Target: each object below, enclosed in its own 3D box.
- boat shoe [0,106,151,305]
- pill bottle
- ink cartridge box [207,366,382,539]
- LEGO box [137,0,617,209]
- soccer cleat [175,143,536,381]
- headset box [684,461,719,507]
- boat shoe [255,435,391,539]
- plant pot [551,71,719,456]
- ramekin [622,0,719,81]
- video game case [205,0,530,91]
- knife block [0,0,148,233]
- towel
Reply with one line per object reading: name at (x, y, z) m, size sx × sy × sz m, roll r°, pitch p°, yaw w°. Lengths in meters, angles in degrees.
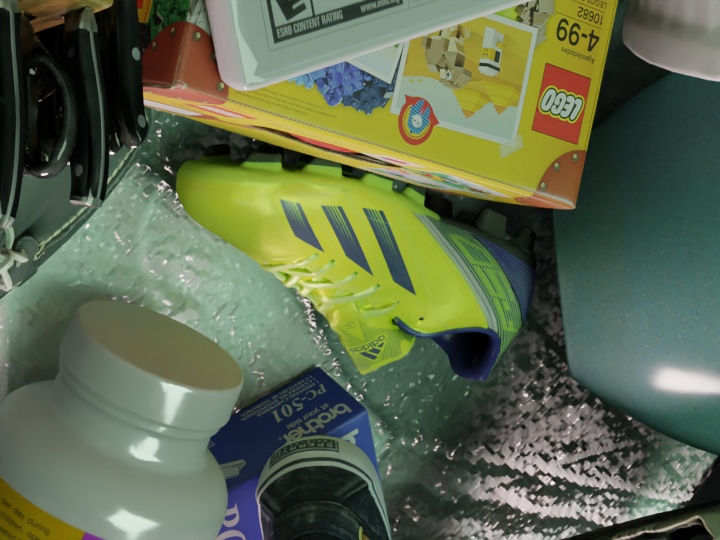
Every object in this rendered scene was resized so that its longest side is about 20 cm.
boat shoe at (-0.149, 0.000, 0.876) m, size 0.200 × 0.062 × 0.073 m, roll -40°, pitch 133°, yaw -9°
pill bottle at (-0.118, 0.117, 0.943) m, size 0.104 × 0.104 × 0.201 m, roll 11°, pitch 110°, yaw -40°
ink cartridge box at (-0.031, 0.150, 1.069) m, size 0.094 × 0.044 × 0.201 m, roll -28°, pitch 130°, yaw -22°
LEGO box at (0.002, -0.118, 0.872) m, size 0.199 × 0.077 × 0.150 m, roll 13°, pitch 87°, yaw -40°
soccer cleat at (0.001, 0.000, 0.979) m, size 0.199 × 0.064 × 0.084 m, roll 17°, pitch 89°, yaw -44°
headset box at (0.290, 0.121, 1.255) m, size 0.174 × 0.093 × 0.200 m, roll -51°, pitch 134°, yaw 2°
boat shoe at (-0.002, 0.173, 0.998) m, size 0.070 × 0.091 × 0.201 m, roll -13°, pitch 125°, yaw 9°
plant pot at (0.155, -0.004, 1.032) m, size 0.133 × 0.201 × 0.201 m, roll -6°, pitch 127°, yaw 6°
ramekin at (0.205, -0.146, 0.956) m, size 0.199 × 0.200 × 0.099 m, roll -15°, pitch 110°, yaw -29°
video game case at (0.025, -0.176, 0.792) m, size 0.199 × 0.023 × 0.184 m, roll -20°, pitch 112°, yaw -25°
knife block at (-0.130, -0.116, 0.723) m, size 0.201 × 0.064 × 0.176 m, roll 61°, pitch 38°, yaw -23°
towel at (0.139, 0.131, 1.080) m, size 0.199 × 0.192 × 0.035 m, roll -6°, pitch 80°, yaw -48°
